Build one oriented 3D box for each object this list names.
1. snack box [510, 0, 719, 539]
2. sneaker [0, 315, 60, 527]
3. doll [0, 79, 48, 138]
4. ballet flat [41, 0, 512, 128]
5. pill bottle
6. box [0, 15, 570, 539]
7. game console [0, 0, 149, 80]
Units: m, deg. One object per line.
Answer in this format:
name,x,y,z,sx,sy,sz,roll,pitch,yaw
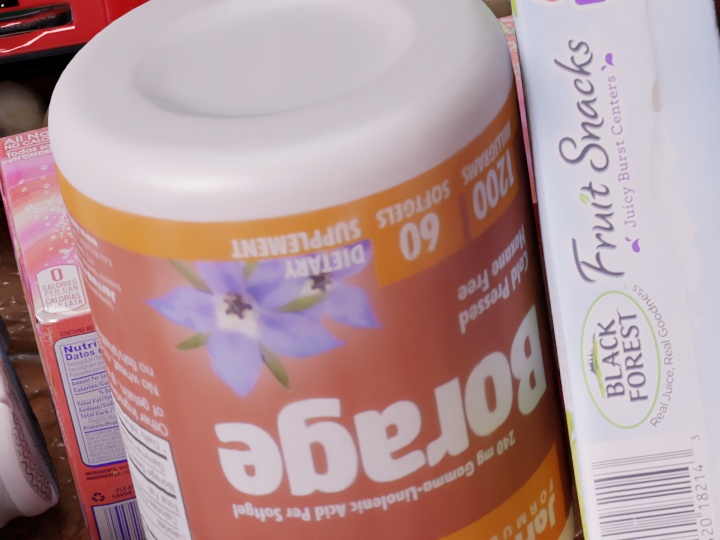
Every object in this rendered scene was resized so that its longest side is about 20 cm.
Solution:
snack box,0.074,-0.006,0.691,0.053,0.200,0.142,-8,-11,6
sneaker,-0.157,0.023,0.877,0.082,0.075,0.200,-22,27,-6
doll,-0.205,-0.034,0.993,0.200,0.049,0.136,-18,1,-27
ballet flat,-0.017,-0.048,0.974,0.200,0.068,0.072,-8,50,4
pill bottle,-0.005,0.033,0.689,0.112,0.200,0.112,-8,31,5
box,0.000,0.000,0.827,0.200,0.103,0.095,-15,41,-6
game console,-0.136,-0.087,1.018,0.200,0.031,0.177,-8,3,10
